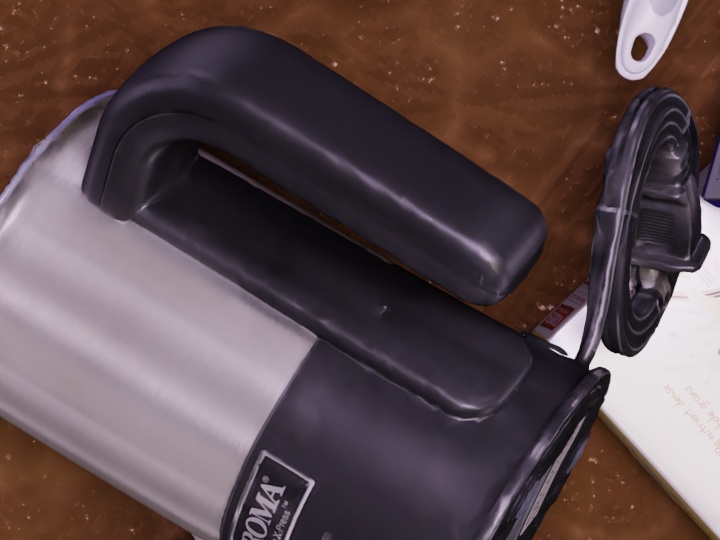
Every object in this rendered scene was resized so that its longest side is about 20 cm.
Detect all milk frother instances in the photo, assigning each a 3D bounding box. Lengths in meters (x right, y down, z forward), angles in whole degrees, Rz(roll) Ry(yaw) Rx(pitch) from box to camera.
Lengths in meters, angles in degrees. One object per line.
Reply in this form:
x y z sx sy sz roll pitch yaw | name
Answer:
0.000 0.000 0.799 0.188 0.200 0.181 31 116 11 | milk frother

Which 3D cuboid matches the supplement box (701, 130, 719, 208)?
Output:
0.234 -0.043 0.817 0.200 0.103 0.101 15 91 -8 | supplement box

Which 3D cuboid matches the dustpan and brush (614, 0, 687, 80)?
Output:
0.124 -0.162 0.835 0.139 0.057 0.200 21 96 -16 | dustpan and brush

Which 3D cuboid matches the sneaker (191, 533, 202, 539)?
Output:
-0.046 0.116 0.852 0.200 0.081 0.088 -14 100 -16 | sneaker

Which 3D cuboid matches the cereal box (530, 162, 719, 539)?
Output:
0.182 0.009 0.886 0.200 0.040 0.144 -44 98 -1 | cereal box
